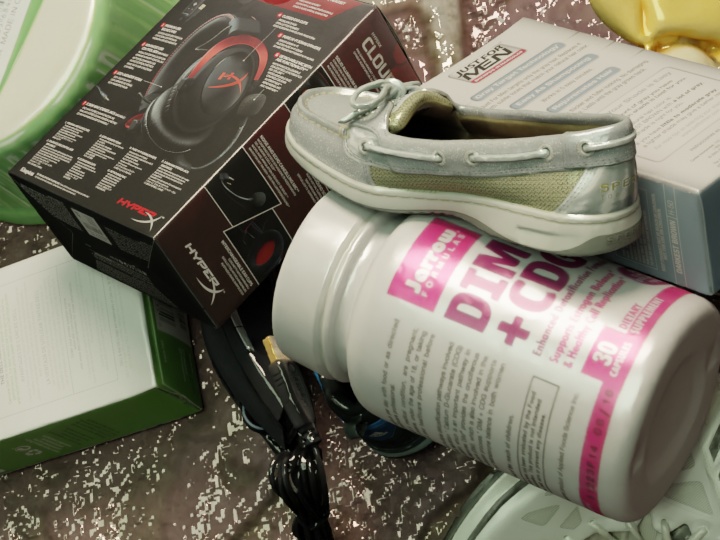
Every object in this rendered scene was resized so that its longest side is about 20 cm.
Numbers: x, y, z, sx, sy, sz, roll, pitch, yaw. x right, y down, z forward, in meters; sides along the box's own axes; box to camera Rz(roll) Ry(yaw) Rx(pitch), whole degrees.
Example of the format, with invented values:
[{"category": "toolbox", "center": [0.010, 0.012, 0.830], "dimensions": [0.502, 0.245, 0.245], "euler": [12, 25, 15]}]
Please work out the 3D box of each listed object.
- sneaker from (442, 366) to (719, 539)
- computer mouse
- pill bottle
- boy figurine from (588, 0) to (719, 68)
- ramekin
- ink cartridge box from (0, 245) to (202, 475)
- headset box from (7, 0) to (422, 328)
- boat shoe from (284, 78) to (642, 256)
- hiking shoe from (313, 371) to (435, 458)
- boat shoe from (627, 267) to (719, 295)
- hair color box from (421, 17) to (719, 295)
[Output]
[{"category": "sneaker", "center": [0.131, 0.130, 1.107], "dimensions": [0.200, 0.076, 0.115], "euler": [-45, 61, 4]}, {"category": "computer mouse", "center": [-0.057, 0.052, 1.176], "dimensions": [0.046, 0.141, 0.201], "euler": [-13, 68, -5]}, {"category": "pill bottle", "center": [0.064, 0.034, 1.066], "dimensions": [0.199, 0.113, 0.114], "euler": [21, 85, 24]}, {"category": "boy figurine", "center": [0.168, -0.162, 1.161], "dimensions": [0.124, 0.064, 0.201], "euler": [7, 88, -12]}, {"category": "ramekin", "center": [-0.207, -0.137, 1.322], "dimensions": [0.199, 0.098, 0.201], "euler": [-7, 73, 23]}, {"category": "ink cartridge box", "center": [-0.198, 0.056, 1.286], "dimensions": [0.199, 0.059, 0.104], "euler": [-19, 67, 18]}, {"category": "headset box", "center": [-0.071, -0.081, 1.202], "dimensions": [0.148, 0.075, 0.200], "euler": [22, 63, 46]}, {"category": "boat shoe", "center": [0.047, -0.062, 1.048], "dimensions": [0.201, 0.074, 0.065], "euler": [21, 122, 39]}, {"category": "hiking shoe", "center": [0.000, 0.000, 1.197], "dimensions": [0.074, 0.087, 0.201], "euler": [-24, 67, 17]}, {"category": "boat shoe", "center": [0.189, -0.022, 1.132], "dimensions": [0.200, 0.061, 0.072], "euler": [1, 75, 25]}, {"category": "hair color box", "center": [0.125, -0.062, 1.097], "dimensions": [0.099, 0.061, 0.199], "euler": [-34, 37, -31]}]
